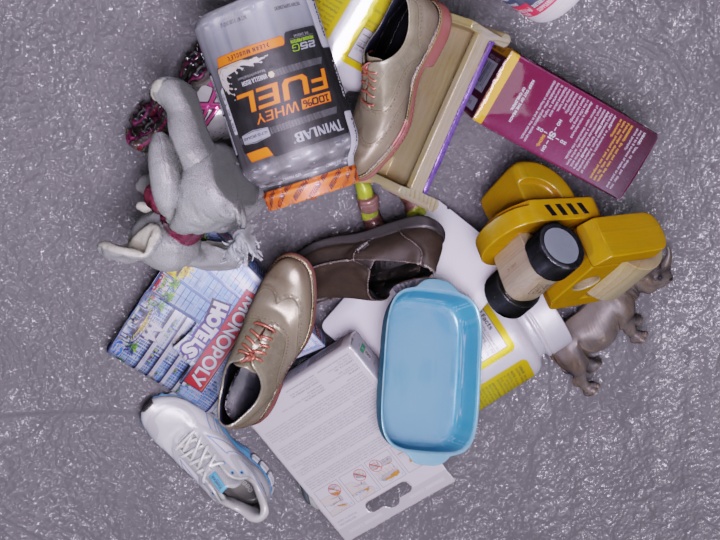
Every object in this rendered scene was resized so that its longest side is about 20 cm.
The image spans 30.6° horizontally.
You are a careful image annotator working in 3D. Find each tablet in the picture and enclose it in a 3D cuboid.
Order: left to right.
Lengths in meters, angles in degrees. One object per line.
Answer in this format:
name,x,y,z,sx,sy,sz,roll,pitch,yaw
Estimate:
tablet,0.065,0.029,1.490,0.130,0.014,0.200,40,85,15

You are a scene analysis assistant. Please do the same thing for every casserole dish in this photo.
casserole dish,0.071,0.110,1.428,0.121,0.039,0.200,8,80,-26

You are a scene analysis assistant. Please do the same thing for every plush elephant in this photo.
plush elephant,-0.180,-0.066,1.348,0.155,0.200,0.165,-26,153,30

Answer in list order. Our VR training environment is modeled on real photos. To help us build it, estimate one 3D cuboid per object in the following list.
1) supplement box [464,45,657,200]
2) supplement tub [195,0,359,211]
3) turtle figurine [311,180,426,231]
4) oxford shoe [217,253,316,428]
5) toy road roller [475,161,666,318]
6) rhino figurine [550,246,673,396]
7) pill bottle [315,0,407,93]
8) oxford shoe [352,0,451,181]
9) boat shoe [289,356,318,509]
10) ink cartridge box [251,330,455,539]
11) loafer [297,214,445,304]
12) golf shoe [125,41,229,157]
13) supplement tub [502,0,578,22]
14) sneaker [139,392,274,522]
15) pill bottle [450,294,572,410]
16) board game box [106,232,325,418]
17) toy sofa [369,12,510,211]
supplement box,0.212,-0.169,1.454,0.200,0.110,0.086,26,103,-18
supplement tub,-0.076,-0.167,1.291,0.122,0.123,0.200,-19,95,-4
turtle figurine,-0.001,-0.110,1.456,0.200,0.064,0.161,-38,122,-13
oxford shoe,-0.100,0.080,1.399,0.070,0.075,0.200,19,100,11
toy road roller,0.220,-0.043,1.450,0.200,0.146,0.123,-5,154,-31
rhino figurine,0.304,0.050,1.574,0.087,0.060,0.200,38,96,-23
pill bottle,-0.015,-0.258,1.380,0.111,0.111,0.200,29,100,-18
oxford shoe,0.017,-0.189,1.329,0.075,0.070,0.200,14,101,-50
boat shoe,-0.065,0.190,1.560,0.062,0.073,0.200,12,121,30
ink cartridge box,-0.011,0.187,1.480,0.161,0.050,0.200,-33,105,21
loafer,0.000,0.000,1.457,0.200,0.071,0.073,-21,139,24
golf shoe,-0.156,-0.189,1.404,0.200,0.073,0.092,-44,128,13
supplement tub,0.149,-0.362,1.360,0.200,0.140,0.140,28,101,-18
sneaker,-0.172,0.219,1.525,0.200,0.087,0.075,41,98,-19
pill bottle,0.137,0.096,1.528,0.200,0.114,0.114,-32,111,1
board game box,-0.151,0.066,1.476,0.200,0.062,0.200,33,100,-10
toy sofa,0.082,-0.168,1.384,0.098,0.083,0.200,18,97,-45
